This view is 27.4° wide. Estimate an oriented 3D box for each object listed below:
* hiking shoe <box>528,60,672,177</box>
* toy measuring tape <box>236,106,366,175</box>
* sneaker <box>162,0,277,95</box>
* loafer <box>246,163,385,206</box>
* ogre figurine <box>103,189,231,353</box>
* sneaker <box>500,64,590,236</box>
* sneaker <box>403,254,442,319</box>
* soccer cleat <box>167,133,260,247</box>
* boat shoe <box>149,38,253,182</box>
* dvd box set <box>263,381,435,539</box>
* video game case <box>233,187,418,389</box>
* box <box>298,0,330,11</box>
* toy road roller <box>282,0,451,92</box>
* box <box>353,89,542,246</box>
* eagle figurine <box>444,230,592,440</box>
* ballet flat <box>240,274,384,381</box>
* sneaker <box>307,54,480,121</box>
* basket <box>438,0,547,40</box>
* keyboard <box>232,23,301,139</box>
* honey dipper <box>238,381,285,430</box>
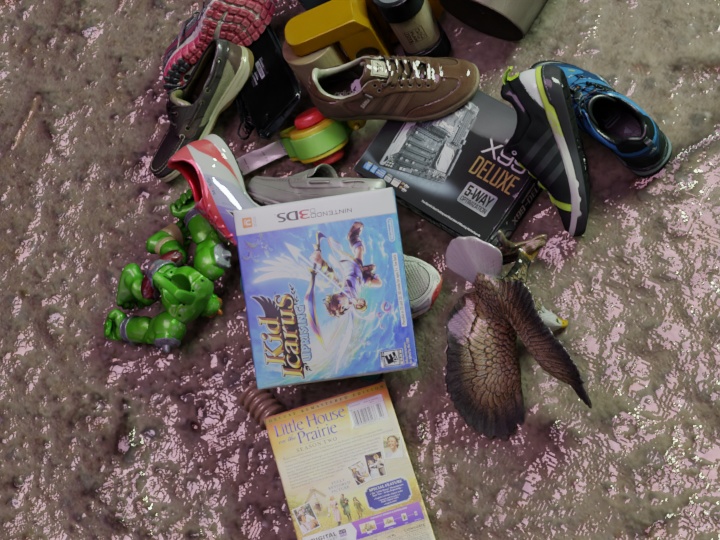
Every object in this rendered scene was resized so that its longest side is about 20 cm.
[{"bbox_3d":[0.262,-0.186,1.641,0.200,0.087,0.075,36,87,28],"label":"hiking shoe"},{"bbox_3d":[-0.084,-0.145,1.774,0.199,0.074,0.074,-23,64,10],"label":"toy measuring tape"},{"bbox_3d":[-0.185,-0.307,1.854,0.200,0.080,0.075,-42,40,22],"label":"sneaker"},{"bbox_3d":[-0.051,-0.091,1.737,0.199,0.070,0.070,13,81,35],"label":"loafer"},{"bbox_3d":[-0.226,0.015,1.767,0.200,0.098,0.120,-44,49,-10],"label":"ogre figurine"},{"bbox_3d":[0.199,-0.131,1.613,0.082,0.072,0.201,-10,108,17],"label":"sneaker"},{"bbox_3d":[0.000,0.000,1.686,0.199,0.082,0.078,17,78,26],"label":"sneaker"},{"bbox_3d":[-0.153,-0.065,1.739,0.073,0.068,0.201,-26,80,-31],"label":"soccer cleat"},{"bbox_3d":[-0.211,-0.203,1.833,0.201,0.065,0.073,-56,36,11],"label":"boat shoe"},{"bbox_3d":[-0.012,0.235,1.613,0.145,0.029,0.201,-17,64,-4],"label":"dvd box set"},{"bbox_3d":[-0.038,0.020,1.626,0.180,0.045,0.202,-8,90,3],"label":"video game case"},{"bbox_3d":[-0.061,-0.441,1.855,0.148,0.107,0.201,-37,63,6],"label":"box"},{"bbox_3d":[0.005,-0.304,1.776,0.199,0.123,0.147,-23,50,13],"label":"toy road roller"},{"bbox_3d":[0.115,-0.128,1.701,0.199,0.050,0.158,33,85,29],"label":"box"},{"bbox_3d":[0.165,0.062,1.574,0.150,0.152,0.201,0,65,1],"label":"eagle figurine"},{"bbox_3d":[-0.044,0.046,1.687,0.199,0.070,0.067,35,126,1],"label":"ballet flat"},{"bbox_3d":[0.035,-0.213,1.691,0.198,0.076,0.071,-8,69,14],"label":"sneaker"},{"bbox_3d":[0.183,-0.383,1.723,0.179,0.136,0.201,22,84,28],"label":"basket"},{"bbox_3d":[-0.121,-0.231,1.830,0.104,0.040,0.201,-44,40,19],"label":"keyboard"},{"bbox_3d":[-0.064,0.205,1.668,0.038,0.038,0.200,-46,65,1],"label":"honey dipper"}]
